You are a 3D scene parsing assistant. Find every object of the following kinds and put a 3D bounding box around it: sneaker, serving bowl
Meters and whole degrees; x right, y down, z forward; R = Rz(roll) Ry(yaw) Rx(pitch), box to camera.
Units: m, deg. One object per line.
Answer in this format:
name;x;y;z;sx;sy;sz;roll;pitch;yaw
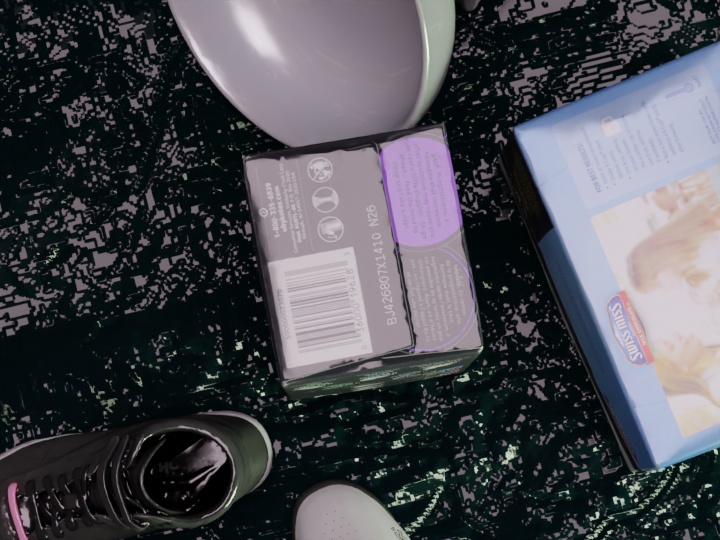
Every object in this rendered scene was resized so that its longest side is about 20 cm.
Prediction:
sneaker;0.018;0.207;1.365;0.067;0.108;0.202;-20;85;-2
sneaker;-0.148;0.120;1.377;0.200;0.099;0.071;-16;87;0
serving bowl;-0.020;-0.162;1.375;0.066;0.200;0.200;-35;85;-36

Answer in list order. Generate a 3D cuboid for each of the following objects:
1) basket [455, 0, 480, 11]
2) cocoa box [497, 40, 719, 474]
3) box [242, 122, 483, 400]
basket;0.088;-0.264;1.396;0.123;0.136;0.200;44;85;6
cocoa box;0.174;-0.004;1.373;0.133;0.131;0.200;-23;85;-2
box;0.000;0.000;1.337;0.106;0.200;0.122;-9;85;-1
